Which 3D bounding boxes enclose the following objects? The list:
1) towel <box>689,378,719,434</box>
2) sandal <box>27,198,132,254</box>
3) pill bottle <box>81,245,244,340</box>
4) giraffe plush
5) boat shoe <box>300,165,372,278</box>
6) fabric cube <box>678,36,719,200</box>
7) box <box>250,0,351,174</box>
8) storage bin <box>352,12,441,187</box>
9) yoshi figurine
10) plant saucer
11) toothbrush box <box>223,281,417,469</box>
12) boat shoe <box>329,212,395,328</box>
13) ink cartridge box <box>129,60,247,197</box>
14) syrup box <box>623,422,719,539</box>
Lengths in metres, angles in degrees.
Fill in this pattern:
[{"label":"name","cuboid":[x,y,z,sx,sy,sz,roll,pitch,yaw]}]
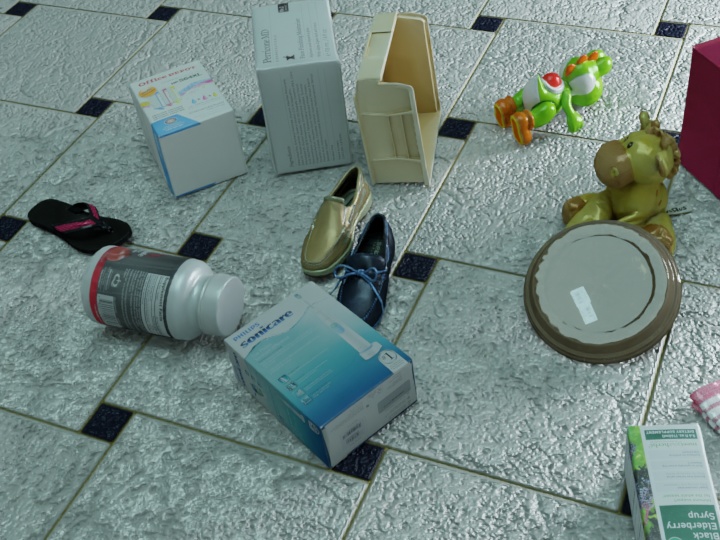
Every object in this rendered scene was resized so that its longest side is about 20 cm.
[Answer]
[{"label":"towel","cuboid":[0.497,0.176,1.139,0.146,0.030,0.200,-26,46,-17]},{"label":"sandal","cuboid":[-0.440,-0.077,1.539,0.200,0.045,0.075,19,49,26]},{"label":"pill bottle","cuboid":[-0.264,0.033,1.348,0.199,0.111,0.111,9,46,18]},{"label":"giraffe plush","cuboid":[0.376,-0.118,1.368,0.200,0.162,0.173,-26,46,-17]},{"label":"boat shoe","cuboid":[-0.040,-0.077,1.454,0.071,0.076,0.200,7,46,16]},{"label":"fabric cube","cuboid":[0.593,-0.214,1.411,0.196,0.200,0.200,-18,44,-12]},{"label":"box","cuboid":[-0.095,-0.298,1.605,0.130,0.200,0.199,-9,43,-1]},{"label":"storage bin","cuboid":[0.061,-0.268,1.553,0.093,0.199,0.200,-1,44,13]},{"label":"yoshi figurine","cuboid":[0.322,-0.276,1.617,0.200,0.113,0.112,-32,6,-5]},{"label":"plant saucer","cuboid":[0.307,0.021,1.277,0.199,0.029,0.201,-7,65,15]},{"label":"toothbrush box","cuboid":[-0.050,0.123,1.238,0.146,0.085,0.200,-35,50,-25]},{"label":"boat shoe","cuboid":[0.000,0.000,1.372,0.084,0.069,0.200,-1,44,8]},{"label":"ink cartridge box","cuboid":[-0.286,-0.239,1.627,0.128,0.125,0.200,-22,45,-14]},{"label":"syrup box","cuboid":[0.328,0.262,1.036,0.078,0.082,0.200,-3,42,7]}]
